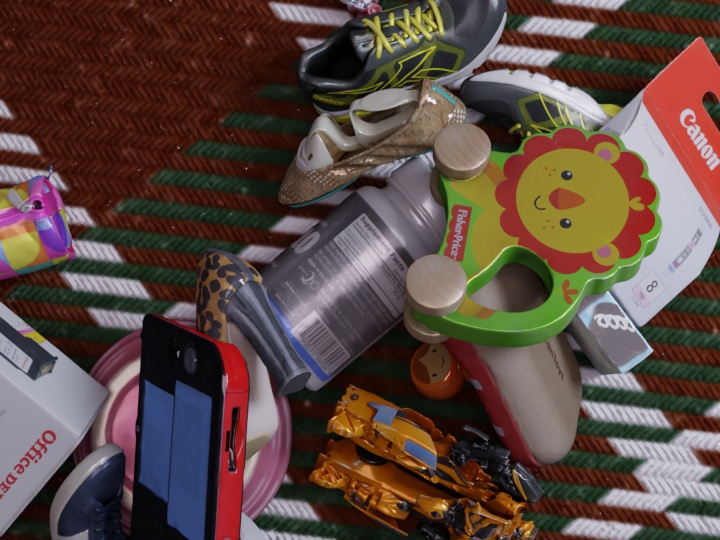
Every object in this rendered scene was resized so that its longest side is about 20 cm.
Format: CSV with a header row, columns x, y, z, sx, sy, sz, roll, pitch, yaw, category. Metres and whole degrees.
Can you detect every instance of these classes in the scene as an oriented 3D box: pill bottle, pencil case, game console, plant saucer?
x,y,z,sx,sy,sz,roll,pitch,yaw,category
0.000,0.000,1.349,0.199,0.114,0.114,-40,86,-3,pill bottle
-0.350,-0.025,1.370,0.198,0.088,0.089,-18,86,0,pencil case
-0.145,0.146,1.256,0.031,0.176,0.203,0,98,-34,game console
-0.159,0.145,1.372,0.198,0.051,0.203,0,87,1,plant saucer

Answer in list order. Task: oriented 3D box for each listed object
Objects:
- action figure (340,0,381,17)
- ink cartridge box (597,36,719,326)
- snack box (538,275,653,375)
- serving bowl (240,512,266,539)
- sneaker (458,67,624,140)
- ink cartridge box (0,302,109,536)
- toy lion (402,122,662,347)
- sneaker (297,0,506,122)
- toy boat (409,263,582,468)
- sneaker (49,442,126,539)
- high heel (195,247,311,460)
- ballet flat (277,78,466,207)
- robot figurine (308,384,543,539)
x,y,z,sx,sy,sz,roll,pitch,yaw,category
0.001,-0.320,1.397,0.133,0.149,0.203,3,106,30,action figure
0.267,-0.074,1.346,0.200,0.057,0.163,-40,121,1,ink cartridge box
0.171,0.001,1.346,0.037,0.116,0.201,-37,87,-2,snack box
-0.124,0.295,1.284,0.065,0.199,0.202,22,86,-30,serving bowl
0.177,-0.117,1.375,0.198,0.074,0.086,19,87,2,sneaker
-0.337,0.106,1.321,0.200,0.083,0.146,40,113,-7,ink cartridge box
0.141,-0.029,1.231,0.189,0.069,0.202,11,61,5,toy lion
0.034,-0.192,1.343,0.199,0.084,0.075,-30,71,16,sneaker
0.101,0.076,1.325,0.129,0.131,0.201,-13,123,25,toy boat
-0.219,0.239,1.317,0.084,0.075,0.202,34,124,22,sneaker
-0.125,0.084,1.303,0.200,0.071,0.143,-50,63,36,high heel
-0.003,-0.117,1.346,0.199,0.071,0.065,-23,127,26,ballet flat
0.058,0.186,1.334,0.199,0.146,0.058,28,44,10,robot figurine
